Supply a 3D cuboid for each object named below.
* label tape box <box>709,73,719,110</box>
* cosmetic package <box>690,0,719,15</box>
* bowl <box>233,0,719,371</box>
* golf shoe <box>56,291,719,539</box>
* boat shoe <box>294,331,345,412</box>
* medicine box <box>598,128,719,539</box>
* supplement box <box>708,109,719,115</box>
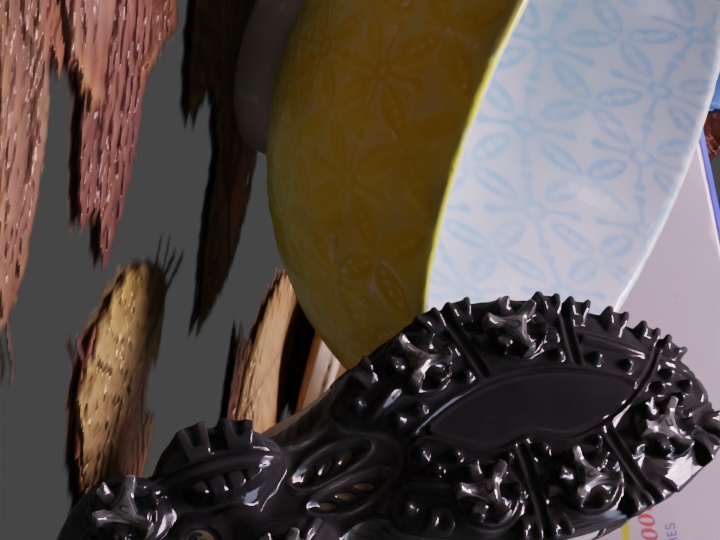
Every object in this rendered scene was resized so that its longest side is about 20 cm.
[{"bbox_3d":[0.083,-0.171,1.076,0.063,0.144,0.201,-41,140,-76],"label":"label tape box"},{"bbox_3d":[0.097,-0.198,0.947,0.200,0.102,0.074,52,17,-8],"label":"cosmetic package"},{"bbox_3d":[0.026,-0.056,0.888,0.200,0.108,0.200,-46,149,-38],"label":"bowl"},{"bbox_3d":[0.005,0.068,0.802,0.095,0.200,0.078,109,-39,-58],"label":"golf shoe"},{"bbox_3d":[0.012,0.083,1.115,0.200,0.069,0.074,89,13,-48],"label":"boat shoe"},{"bbox_3d":[0.090,0.043,1.119,0.200,0.103,0.183,104,-25,-85],"label":"medicine box"},{"bbox_3d":[0.162,-0.199,1.373,0.200,0.134,0.200,66,10,-74],"label":"supplement box"}]
